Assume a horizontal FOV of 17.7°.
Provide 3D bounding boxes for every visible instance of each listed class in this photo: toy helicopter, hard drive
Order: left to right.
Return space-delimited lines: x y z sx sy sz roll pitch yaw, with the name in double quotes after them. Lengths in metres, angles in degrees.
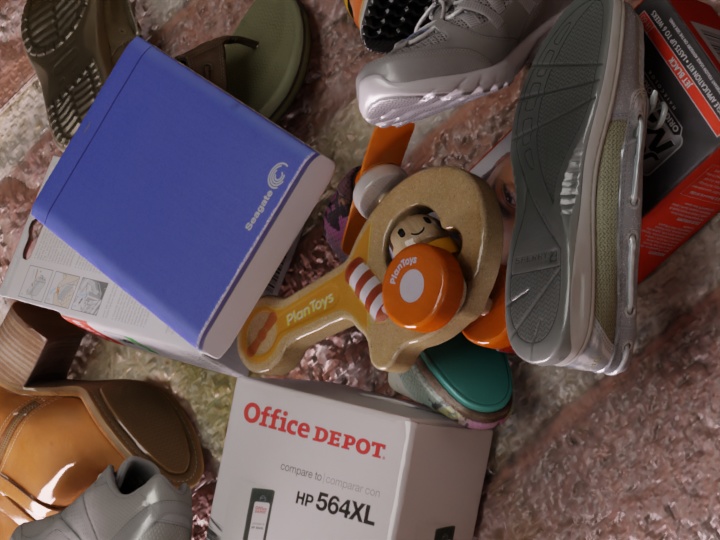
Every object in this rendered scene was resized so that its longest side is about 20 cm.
-0.111 -0.048 1.393 0.200 0.025 0.132 35 94 45 "hard drive"
0.000 0.000 1.312 0.199 0.079 0.133 -28 63 37 "toy helicopter"

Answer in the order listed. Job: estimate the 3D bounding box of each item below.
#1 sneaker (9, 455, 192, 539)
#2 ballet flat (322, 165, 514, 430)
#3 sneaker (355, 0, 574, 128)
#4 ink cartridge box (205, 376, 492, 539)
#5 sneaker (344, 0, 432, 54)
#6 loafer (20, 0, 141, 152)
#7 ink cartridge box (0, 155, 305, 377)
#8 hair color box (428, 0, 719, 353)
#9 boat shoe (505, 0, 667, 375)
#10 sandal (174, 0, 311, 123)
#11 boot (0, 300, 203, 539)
-0.156 0.161 1.448 0.200 0.075 0.093 -1 74 56 "sneaker"
0.031 0.027 1.372 0.071 0.069 0.201 -58 47 39 "ballet flat"
0.055 -0.138 1.279 0.074 0.200 0.082 -18 100 40 "sneaker"
-0.017 0.172 1.368 0.145 0.084 0.201 11 91 40 "ink cartridge box"
0.025 -0.229 1.374 0.090 0.070 0.201 59 145 37 "sneaker"
-0.178 -0.140 1.558 0.076 0.068 0.201 -34 44 24 "loafer"
-0.139 -0.006 1.505 0.199 0.050 0.110 12 77 40 "ink cartridge box"
0.136 -0.051 1.293 0.200 0.061 0.102 -45 59 26 "hair color box"
0.124 -0.047 1.231 0.074 0.064 0.203 -9 72 56 "boat shoe"
-0.105 -0.101 1.465 0.201 0.057 0.080 -50 42 -10 "sandal"
-0.197 0.134 1.533 0.200 0.077 0.156 35 113 27 "boot"
